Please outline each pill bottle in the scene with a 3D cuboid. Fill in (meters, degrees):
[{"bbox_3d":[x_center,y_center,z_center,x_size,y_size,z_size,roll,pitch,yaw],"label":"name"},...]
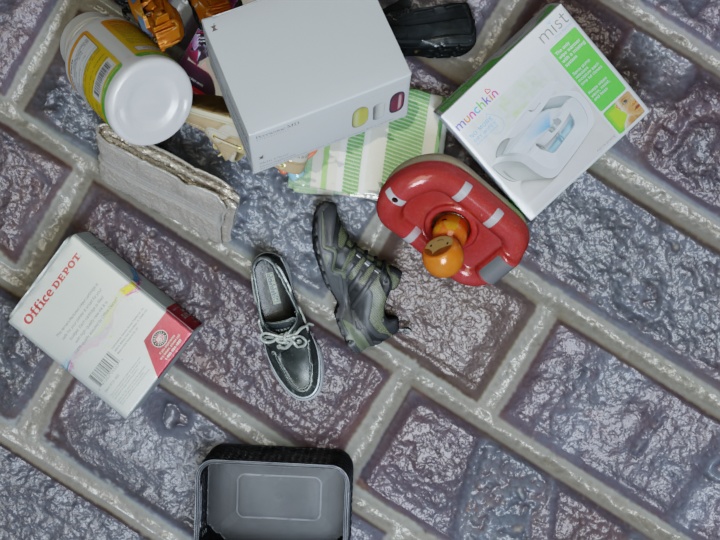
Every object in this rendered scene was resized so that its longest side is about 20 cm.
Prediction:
[{"bbox_3d":[-0.295,-0.243,1.548,0.110,0.200,0.112,-19,129,-26],"label":"pill bottle"}]

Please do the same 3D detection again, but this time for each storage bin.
[{"bbox_3d":[-0.110,0.305,1.637,0.197,0.094,0.137,2,95,3],"label":"storage bin"}]

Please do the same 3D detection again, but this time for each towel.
[{"bbox_3d":[-0.245,-0.106,1.593,0.198,0.133,0.035,27,66,1],"label":"towel"},{"bbox_3d":[0.011,-0.165,1.628,0.197,0.023,0.155,8,95,4],"label":"towel"}]

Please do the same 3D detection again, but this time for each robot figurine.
[{"bbox_3d":[-0.227,-0.345,1.547,0.143,0.201,0.059,-21,134,-10],"label":"robot figurine"}]

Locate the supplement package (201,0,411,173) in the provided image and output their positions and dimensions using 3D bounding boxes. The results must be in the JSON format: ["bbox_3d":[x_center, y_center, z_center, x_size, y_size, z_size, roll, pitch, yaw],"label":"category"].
[{"bbox_3d":[-0.061,-0.232,1.453,0.198,0.111,0.157,-21,73,-7],"label":"supplement package"}]

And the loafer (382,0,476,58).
[{"bbox_3d":[0.049,-0.305,1.581,0.198,0.068,0.071,-4,78,-15],"label":"loafer"}]

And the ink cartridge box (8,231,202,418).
[{"bbox_3d":[-0.328,0.067,1.632,0.199,0.083,0.146,39,96,-1],"label":"ink cartridge box"}]

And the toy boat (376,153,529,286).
[{"bbox_3d":[0.107,-0.044,1.552,0.199,0.131,0.130,37,129,-14],"label":"toy boat"}]

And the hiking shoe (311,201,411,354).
[{"bbox_3d":[0.000,0.000,1.624,0.099,0.076,0.202,-18,103,-4],"label":"hiking shoe"}]

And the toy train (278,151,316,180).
[{"bbox_3d":[-0.087,-0.219,1.570,0.149,0.056,0.202,-27,107,-4],"label":"toy train"}]

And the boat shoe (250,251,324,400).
[{"bbox_3d":[-0.096,0.075,1.629,0.073,0.068,0.202,-11,94,4],"label":"boat shoe"}]

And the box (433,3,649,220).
[{"bbox_3d":[0.221,-0.199,1.570,0.200,0.097,0.177,-41,100,5],"label":"box"}]

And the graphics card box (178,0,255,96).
[{"bbox_3d":[-0.147,-0.286,1.610,0.125,0.051,0.201,31,95,-1],"label":"graphics card box"}]

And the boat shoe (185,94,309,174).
[{"bbox_3d":[-0.151,-0.165,1.549,0.198,0.074,0.070,19,115,23],"label":"boat shoe"}]
